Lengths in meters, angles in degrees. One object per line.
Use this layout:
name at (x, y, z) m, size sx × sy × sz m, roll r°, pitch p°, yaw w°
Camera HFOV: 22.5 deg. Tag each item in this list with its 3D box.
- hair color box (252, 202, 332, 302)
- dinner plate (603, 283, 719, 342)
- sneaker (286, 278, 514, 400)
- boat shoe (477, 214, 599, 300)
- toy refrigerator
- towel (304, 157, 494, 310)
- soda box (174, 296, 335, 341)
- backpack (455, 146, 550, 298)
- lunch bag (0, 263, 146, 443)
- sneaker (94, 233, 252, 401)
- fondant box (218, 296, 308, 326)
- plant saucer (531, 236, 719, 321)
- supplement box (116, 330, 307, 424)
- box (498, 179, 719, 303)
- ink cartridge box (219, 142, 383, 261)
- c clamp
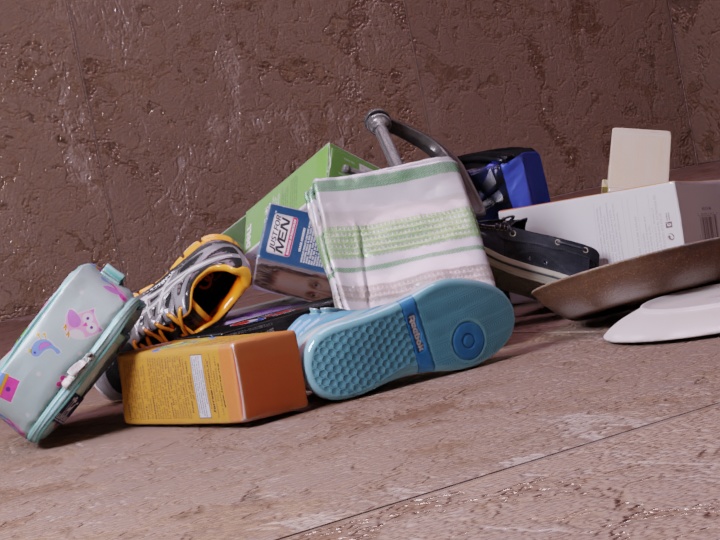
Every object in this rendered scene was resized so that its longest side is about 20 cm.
hair color box at (0.000, 0.000, 1.735) m, size 0.199 × 0.061 × 0.100 m, roll 14°, pitch -20°, yaw -1°
dinner plate at (0.296, 0.029, 1.482) m, size 0.199 × 0.024 × 0.200 m, roll -12°, pitch 5°, yaw 1°
sneaker at (0.020, 0.053, 1.523) m, size 0.199 × 0.080 × 0.130 m, roll -12°, pitch 5°, yaw -24°
boat shoe at (0.139, -0.021, 1.751) m, size 0.199 × 0.062 × 0.075 m, roll 19°, pitch -20°, yaw 10°
toy refrigerator at (0.295, -0.077, 1.966) m, size 0.070 × 0.076 × 0.200 m, roll 5°, pitch -21°, yaw 7°
towel at (0.040, -0.013, 1.635) m, size 0.149 × 0.201 × 0.031 m, roll -12°, pitch -35°, yaw -5°
soda box at (-0.070, 0.070, 1.643) m, size 0.071 × 0.064 × 0.200 m, roll -9°, pitch 4°, yaw 44°
backpack at (0.104, -0.040, 1.968) m, size 0.199 × 0.169 × 0.162 m, roll -13°, pitch -3°, yaw 14°
lunch bag at (-0.255, 0.067, 1.585) m, size 0.161 × 0.077 × 0.200 m, roll -50°, pitch 5°, yaw -4°
sneaker at (-0.183, 0.048, 1.760) m, size 0.200 × 0.078 × 0.077 m, roll -49°, pitch 30°, yaw -6°
fondant box at (-0.071, 0.060, 1.852) m, size 0.199 × 0.059 × 0.144 m, roll -15°, pitch 5°, yaw -34°
plant saucer at (0.252, 0.010, 1.602) m, size 0.200 × 0.037 × 0.200 m, roll -15°, pitch -6°, yaw -2°
supplement box at (-0.127, 0.090, 1.494) m, size 0.066 × 0.069 × 0.200 m, roll -11°, pitch 0°, yaw -36°
box at (0.258, -0.029, 1.809) m, size 0.199 × 0.098 × 0.124 m, roll -9°, pitch -2°, yaw 35°
ink cartridge box at (-0.050, -0.039, 1.829) m, size 0.104 × 0.060 × 0.200 m, roll 25°, pitch -42°, yaw -29°
c clamp at (0.051, -0.112, 1.811) m, size 0.170 × 0.027 × 0.200 m, roll 25°, pitch 21°, yaw -18°
